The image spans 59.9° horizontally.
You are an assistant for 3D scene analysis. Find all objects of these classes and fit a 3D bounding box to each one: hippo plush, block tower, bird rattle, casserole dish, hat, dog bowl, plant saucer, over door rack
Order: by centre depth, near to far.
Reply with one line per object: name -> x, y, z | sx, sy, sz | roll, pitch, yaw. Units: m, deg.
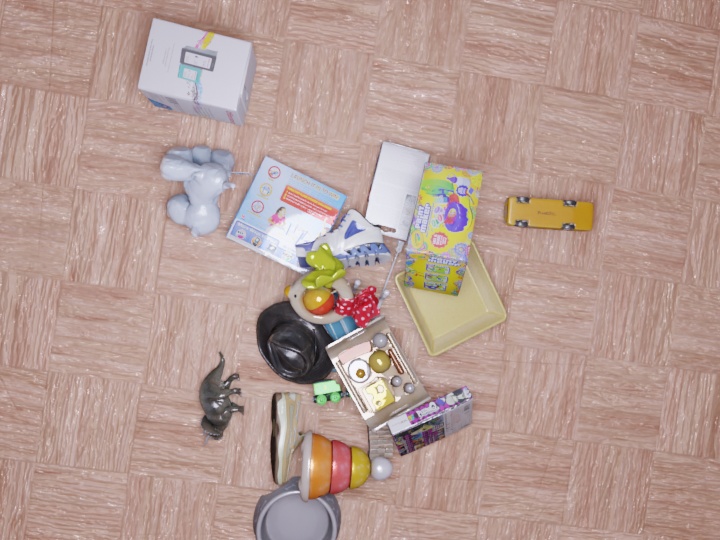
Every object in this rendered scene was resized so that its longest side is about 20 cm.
bird rattle -> -0.060, 0.048, 1.271 | 0.163, 0.113, 0.200 | -26, 130, 21
hippo plush -> -0.328, -0.164, 1.328 | 0.200, 0.159, 0.161 | 19, 120, 10
hat -> -0.152, 0.171, 1.328 | 0.200, 0.081, 0.201 | 7, 112, 17
casserole dish -> -0.066, 0.140, 1.358 | 0.121, 0.039, 0.200 | -20, 102, 19
over door rack -> 0.000, 0.000, 1.376 | 0.147, 0.067, 0.200 | 19, 90, -6
dog bowl -> -0.140, 0.563, 1.379 | 0.200, 0.059, 0.201 | 0, 90, -4
block tower -> 0.041, 0.319, 1.391 | 0.058, 0.054, 0.201 | -1, 92, -4
plant saucer -> 0.198, 0.060, 1.399 | 0.200, 0.048, 0.200 | -26, 94, -7

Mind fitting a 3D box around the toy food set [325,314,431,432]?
toy food set -> 0.037, 0.212, 1.295 | 0.143, 0.060, 0.200 | -29, 84, -9

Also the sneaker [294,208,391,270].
sneaker -> -0.040, -0.066, 1.323 | 0.199, 0.081, 0.115 | -4, 67, -5

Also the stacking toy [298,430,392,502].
stacking toy -> -0.030, 0.418, 1.325 | 0.199, 0.146, 0.147 | 3, 91, -3

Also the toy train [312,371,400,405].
toy train -> -0.007, 0.247, 1.341 | 0.199, 0.042, 0.057 | -10, 81, -5

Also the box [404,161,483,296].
box -> 0.167, -0.080, 1.287 | 0.122, 0.193, 0.200 | 11, 69, 8

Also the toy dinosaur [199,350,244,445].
toy dinosaur -> -0.307, 0.278, 1.351 | 0.102, 0.077, 0.201 | -9, 95, -11

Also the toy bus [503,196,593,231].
toy bus -> 0.419, -0.126, 1.402 | 0.199, 0.078, 0.065 | 3, 92, -5

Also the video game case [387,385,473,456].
video game case -> 0.153, 0.326, 1.337 | 0.181, 0.200, 0.036 | -24, 61, -4

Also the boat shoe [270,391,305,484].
boat shoe -> -0.155, 0.368, 1.373 | 0.076, 0.072, 0.201 | 2, 92, -21

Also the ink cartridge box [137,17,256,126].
ink cartridge box -> -0.331, -0.405, 1.300 | 0.200, 0.147, 0.146 | 12, 89, -6

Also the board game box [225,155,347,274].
board game box -> -0.160, -0.116, 1.365 | 0.200, 0.056, 0.196 | 26, 89, -5

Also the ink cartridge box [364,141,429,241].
ink cartridge box -> 0.075, -0.174, 1.387 | 0.109, 0.050, 0.200 | 14, 91, -5
